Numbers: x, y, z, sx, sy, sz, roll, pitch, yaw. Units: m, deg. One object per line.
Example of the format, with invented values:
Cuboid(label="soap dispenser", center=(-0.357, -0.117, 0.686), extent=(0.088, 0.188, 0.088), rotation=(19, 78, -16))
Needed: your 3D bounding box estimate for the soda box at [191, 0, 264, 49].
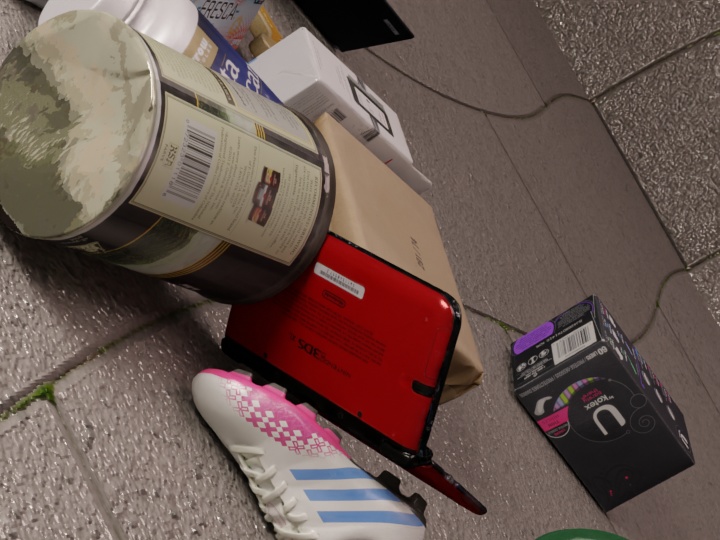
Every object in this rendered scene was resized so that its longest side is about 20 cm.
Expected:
Cuboid(label="soda box", center=(-0.150, -0.234, 1.404), extent=(0.063, 0.069, 0.200), rotation=(35, 15, 9))

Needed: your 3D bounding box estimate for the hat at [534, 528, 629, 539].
Cuboid(label="hat", center=(0.203, 0.353, 1.509), extent=(0.199, 0.176, 0.166), rotation=(6, 45, -19))

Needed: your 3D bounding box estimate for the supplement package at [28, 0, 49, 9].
Cuboid(label="supplement package", center=(-0.234, -0.309, 1.249), extent=(0.117, 0.117, 0.201), rotation=(21, 42, -63))

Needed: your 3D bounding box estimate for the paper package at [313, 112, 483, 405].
Cuboid(label="paper package", center=(0.000, 0.000, 1.398), extent=(0.191, 0.103, 0.201), rotation=(40, 26, -45))

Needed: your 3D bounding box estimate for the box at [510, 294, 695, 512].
Cuboid(label="box", center=(0.271, 0.150, 1.839), extent=(0.200, 0.122, 0.106), rotation=(51, 19, -22))

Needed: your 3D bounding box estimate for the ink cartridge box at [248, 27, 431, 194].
Cuboid(label="ink cartridge box", center=(-0.035, -0.117, 1.469), extent=(0.200, 0.116, 0.068), rotation=(39, 28, -48))

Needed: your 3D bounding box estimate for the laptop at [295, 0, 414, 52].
Cuboid(label="laptop", center=(-0.038, -0.347, 1.850), extent=(0.177, 0.103, 0.200), rotation=(48, 21, -32))

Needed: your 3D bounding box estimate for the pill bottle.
Cuboid(label="pill bottle", center=(-0.144, -0.138, 1.224), extent=(0.200, 0.111, 0.111), rotation=(46, 22, -33))

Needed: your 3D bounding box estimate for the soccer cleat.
Cuboid(label="soccer cleat", center=(-0.042, 0.147, 1.111), extent=(0.200, 0.070, 0.087), rotation=(37, 65, -13))

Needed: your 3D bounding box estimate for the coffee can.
Cuboid(label="coffee can", center=(-0.130, -0.069, 1.073), extent=(0.200, 0.146, 0.147), rotation=(23, 39, -55))

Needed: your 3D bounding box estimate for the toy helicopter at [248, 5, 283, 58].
Cuboid(label="toy helicopter", center=(-0.078, -0.215, 1.582), extent=(0.201, 0.079, 0.132), rotation=(60, 17, 16))

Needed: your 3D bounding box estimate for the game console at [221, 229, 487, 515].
Cuboid(label="game console", center=(0.009, 0.063, 1.162), extent=(0.200, 0.173, 0.118), rotation=(28, 20, 39))
